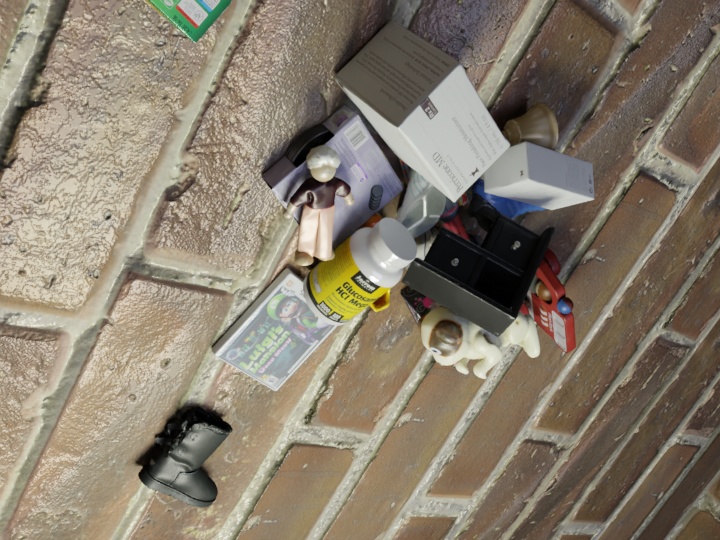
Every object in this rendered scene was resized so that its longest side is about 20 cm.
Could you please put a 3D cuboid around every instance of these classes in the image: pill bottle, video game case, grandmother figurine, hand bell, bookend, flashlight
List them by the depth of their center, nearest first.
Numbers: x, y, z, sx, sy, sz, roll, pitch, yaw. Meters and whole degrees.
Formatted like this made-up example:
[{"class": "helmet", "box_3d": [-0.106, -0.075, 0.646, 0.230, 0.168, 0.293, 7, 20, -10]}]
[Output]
[{"class": "grandmother figurine", "box_3d": [-0.062, -0.107, 1.329, 0.120, 0.060, 0.202, -21, 134, -32]}, {"class": "pill bottle", "box_3d": [0.000, 0.000, 1.432, 0.112, 0.113, 0.200, 13, 140, -40]}, {"class": "bookend", "box_3d": [0.208, -0.025, 1.473, 0.201, 0.197, 0.092, -59, 177, -26]}, {"class": "hand bell", "box_3d": [0.241, -0.235, 1.493, 0.198, 0.104, 0.105, -12, 128, -22]}, {"class": "video game case", "box_3d": [-0.144, 0.112, 1.528, 0.200, 0.023, 0.182, -46, 135, 3]}, {"class": "flashlight", "box_3d": [0.174, -0.081, 1.550, 0.068, 0.067, 0.201, -62, 139, -28]}]

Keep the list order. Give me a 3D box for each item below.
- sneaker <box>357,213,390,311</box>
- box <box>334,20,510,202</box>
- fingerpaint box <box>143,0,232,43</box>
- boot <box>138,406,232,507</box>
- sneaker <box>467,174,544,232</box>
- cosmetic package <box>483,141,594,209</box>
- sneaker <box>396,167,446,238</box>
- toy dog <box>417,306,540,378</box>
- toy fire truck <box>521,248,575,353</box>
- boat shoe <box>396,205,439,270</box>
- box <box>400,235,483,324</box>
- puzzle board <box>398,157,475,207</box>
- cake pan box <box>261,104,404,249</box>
[{"class": "sneaker", "box_3d": [0.033, -0.016, 1.519, 0.072, 0.077, 0.202, -22, 130, -18]}, {"class": "box", "box_3d": [0.096, -0.246, 1.301, 0.131, 0.200, 0.199, -45, 136, 2]}, {"class": "fingerpaint box", "box_3d": [-0.266, -0.375, 0.973, 0.073, 0.167, 0.200, -47, 136, 2]}, {"class": "boot", "box_3d": [-0.299, 0.346, 1.563, 0.163, 0.073, 0.198, -51, 135, 3]}, {"class": "sneaker", "box_3d": [0.278, -0.117, 1.597, 0.199, 0.076, 0.112, 14, 100, -45]}, {"class": "cosmetic package", "box_3d": [0.322, -0.167, 1.510, 0.199, 0.101, 0.072, 8, 76, -41]}, {"class": "sneaker", "box_3d": [0.113, -0.148, 1.447, 0.070, 0.080, 0.202, 20, 103, -41]}, {"class": "toy dog", "box_3d": [0.206, 0.104, 1.531, 0.198, 0.139, 0.196, -16, 112, -21]}, {"class": "toy fire truck", "box_3d": [0.391, 0.060, 1.762, 0.111, 0.168, 0.201, -28, 134, -14]}, {"class": "boat shoe", "box_3d": [0.117, -0.052, 1.555, 0.065, 0.072, 0.201, -31, 133, -18]}, {"class": "box", "box_3d": [0.200, 0.051, 1.660, 0.199, 0.115, 0.133, -37, 133, -7]}, {"class": "puzzle board", "box_3d": [0.151, -0.179, 1.523, 0.150, 0.017, 0.201, -32, 134, -11]}, {"class": "cake pan box", "box_3d": [-0.043, -0.146, 1.387, 0.184, 0.052, 0.200, -43, 136, -3]}]
